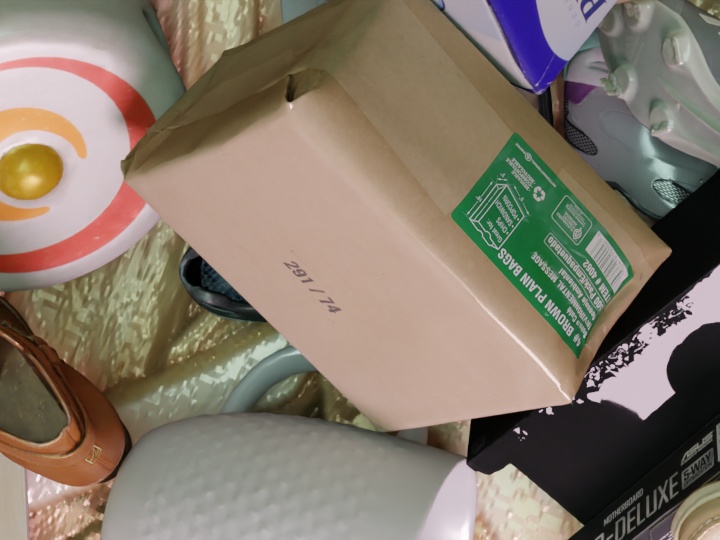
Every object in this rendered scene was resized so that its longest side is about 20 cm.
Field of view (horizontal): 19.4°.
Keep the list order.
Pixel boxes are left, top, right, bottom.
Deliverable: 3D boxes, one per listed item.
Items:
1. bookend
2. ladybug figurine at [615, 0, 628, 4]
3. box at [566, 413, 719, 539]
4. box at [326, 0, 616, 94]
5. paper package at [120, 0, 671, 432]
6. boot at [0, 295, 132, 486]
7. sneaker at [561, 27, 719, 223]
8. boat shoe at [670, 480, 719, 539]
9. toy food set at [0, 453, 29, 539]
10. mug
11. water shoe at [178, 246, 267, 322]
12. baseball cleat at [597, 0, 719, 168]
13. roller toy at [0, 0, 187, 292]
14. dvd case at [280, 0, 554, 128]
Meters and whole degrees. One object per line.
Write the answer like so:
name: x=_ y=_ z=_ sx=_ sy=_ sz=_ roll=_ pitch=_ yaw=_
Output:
bookend: x=0.198 y=0.081 z=1.123 sx=0.200 sy=0.092 sz=0.199 roll=40 pitch=118 yaw=-16
ladybug figurine: x=0.163 y=-0.212 z=1.102 sx=0.200 sy=0.136 sz=0.072 roll=-44 pitch=120 yaw=-30
box: x=0.202 y=0.164 z=1.091 sx=0.158 sy=0.050 sz=0.200 roll=36 pitch=120 yaw=-16
box: x=0.060 y=-0.214 z=1.016 sx=0.184 sy=0.105 sz=0.200 roll=29 pitch=73 yaw=36
paper package: x=0.014 y=-0.027 z=1.026 sx=0.200 sy=0.191 sz=0.103 roll=46 pitch=64 yaw=-16
boot: x=-0.209 y=0.042 z=1.110 sx=0.200 sy=0.155 sz=0.074 roll=29 pitch=83 yaw=10
sneaker: x=0.204 y=-0.057 z=1.145 sx=0.200 sy=0.078 sz=0.140 roll=7 pitch=92 yaw=16
boat shoe: x=0.244 y=0.161 z=1.012 sx=0.200 sy=0.069 sz=0.074 roll=21 pitch=123 yaw=-7
toy food set: x=-0.252 y=0.153 z=1.209 sx=0.143 sy=0.060 sz=0.200 roll=-5 pitch=81 yaw=7
mug: x=-0.034 y=0.128 z=1.146 sx=0.175 sy=0.148 sz=0.200 roll=13 pitch=61 yaw=16
water shoe: x=0.000 y=0.000 z=1.162 sx=0.200 sy=0.079 sz=0.072 roll=-8 pitch=89 yaw=6
baseball cleat: x=0.207 y=-0.083 z=1.075 sx=0.200 sy=0.106 sz=0.070 roll=50 pitch=138 yaw=35
roller toy: x=-0.188 y=-0.087 z=1.115 sx=0.200 sy=0.140 sz=0.182 roll=23 pitch=117 yaw=-35
dvd case: x=0.028 y=-0.138 z=1.142 sx=0.143 sy=0.018 sz=0.200 roll=-4 pitch=101 yaw=10
